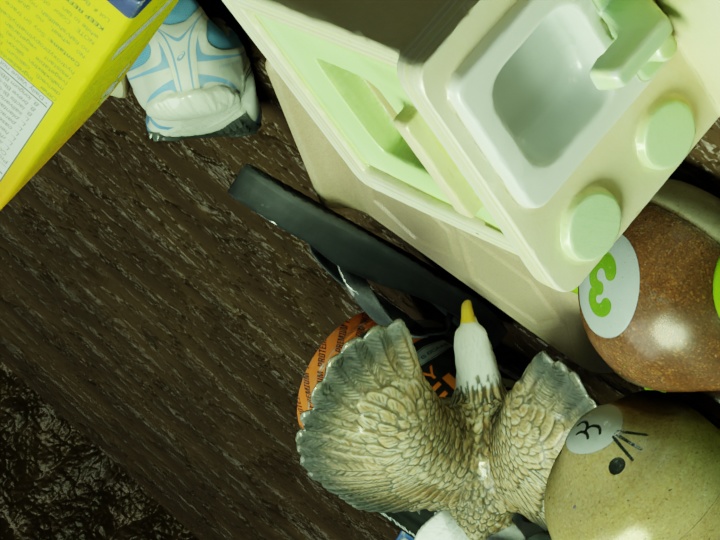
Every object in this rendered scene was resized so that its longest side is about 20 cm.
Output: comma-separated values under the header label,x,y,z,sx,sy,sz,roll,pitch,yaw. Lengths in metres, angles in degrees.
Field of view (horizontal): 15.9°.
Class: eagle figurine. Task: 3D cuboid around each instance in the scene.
label,x,y,z,sx,sy,sz,roll,pitch,yaw
eagle figurine,0.062,0.089,1.361,0.151,0.151,0.200,52,-171,6

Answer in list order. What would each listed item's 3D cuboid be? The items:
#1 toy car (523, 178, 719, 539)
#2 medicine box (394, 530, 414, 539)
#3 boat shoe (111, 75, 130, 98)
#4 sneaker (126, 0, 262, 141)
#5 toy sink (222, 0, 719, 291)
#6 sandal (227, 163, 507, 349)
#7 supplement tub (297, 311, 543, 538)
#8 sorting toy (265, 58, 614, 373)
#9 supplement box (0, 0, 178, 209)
label,x,y,z,sx,sy,sz,roll,pitch,yaw
toy car,0.119,0.077,1.116,0.158,0.200,0.164,48,165,-27
medicine box,0.097,0.239,1.672,0.182,0.103,0.200,38,-163,9
boat shoe,-0.155,-0.154,1.374,0.064,0.073,0.200,6,157,-2
sneaker,-0.093,-0.112,1.445,0.200,0.071,0.073,113,153,-86
toy sink,0.057,-0.081,0.979,0.200,0.112,0.131,27,161,48
sandal,-0.001,0.000,1.467,0.199,0.043,0.076,29,-176,-32
supplement tub,0.062,0.109,1.562,0.199,0.123,0.123,30,163,37
sorting toy,0.053,-0.035,1.326,0.199,0.037,0.185,31,165,21
supplement box,-0.152,-0.140,1.238,0.109,0.110,0.200,42,141,-3
